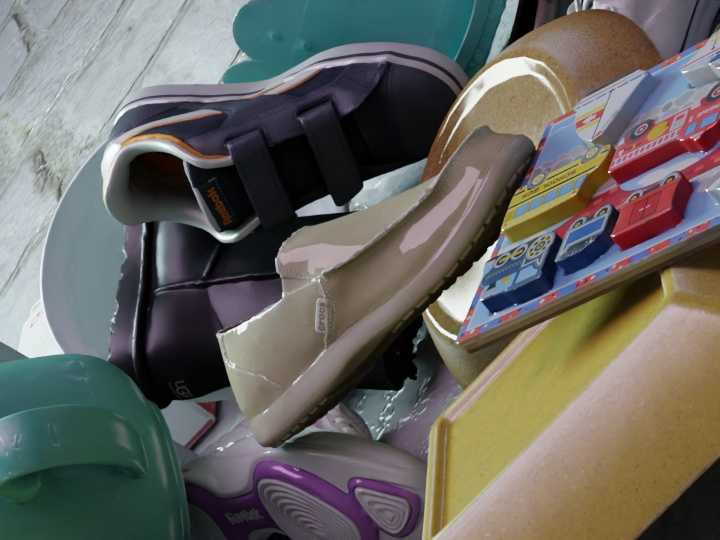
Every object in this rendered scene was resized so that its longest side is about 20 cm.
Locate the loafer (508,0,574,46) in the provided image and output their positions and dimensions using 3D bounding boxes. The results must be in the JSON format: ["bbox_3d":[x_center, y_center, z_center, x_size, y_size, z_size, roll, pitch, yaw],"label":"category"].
[{"bbox_3d":[0.082,-0.086,1.212,0.072,0.063,0.200,-20,42,57],"label":"loafer"}]

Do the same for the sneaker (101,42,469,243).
[{"bbox_3d":[-0.041,-0.059,1.197,0.200,0.078,0.079,-9,40,22],"label":"sneaker"}]

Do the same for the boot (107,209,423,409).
[{"bbox_3d":[-0.042,-0.014,1.263,0.168,0.076,0.200,-7,53,15],"label":"boot"}]

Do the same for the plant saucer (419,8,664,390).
[{"bbox_3d":[0.076,-0.031,1.095,0.200,0.035,0.200,-33,50,52],"label":"plant saucer"}]

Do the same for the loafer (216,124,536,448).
[{"bbox_3d":[0.000,0.000,1.063,0.200,0.068,0.076,-47,-6,24],"label":"loafer"}]

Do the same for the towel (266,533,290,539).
[{"bbox_3d":[-0.090,0.224,1.211,0.200,0.024,0.145,-55,19,6],"label":"towel"}]

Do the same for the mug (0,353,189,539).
[{"bbox_3d":[-0.147,0.121,1.160,0.185,0.114,0.152,-154,57,-68],"label":"mug"}]

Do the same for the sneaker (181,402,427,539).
[{"bbox_3d":[-0.020,0.095,1.166,0.100,0.075,0.200,-44,22,-30],"label":"sneaker"}]

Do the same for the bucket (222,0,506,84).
[{"bbox_3d":[0.017,-0.165,1.289,0.207,0.135,0.207,18,-90,-88],"label":"bucket"}]

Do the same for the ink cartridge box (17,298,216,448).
[{"bbox_3d":[-0.162,0.063,1.530,0.145,0.083,0.200,-47,23,26],"label":"ink cartridge box"}]

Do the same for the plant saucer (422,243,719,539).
[{"bbox_3d":[0.090,0.053,0.930,0.200,0.048,0.200,-47,8,14],"label":"plant saucer"}]

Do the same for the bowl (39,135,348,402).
[{"bbox_3d":[-0.082,-0.002,1.374,0.201,0.090,0.201,-11,62,21],"label":"bowl"}]

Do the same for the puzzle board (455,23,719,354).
[{"bbox_3d":[0.130,-0.054,0.927,0.200,0.017,0.151,-26,27,39],"label":"puzzle board"}]

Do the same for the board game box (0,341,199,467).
[{"bbox_3d":[-0.185,0.138,1.300,0.148,0.200,0.064,-63,21,-15],"label":"board game box"}]

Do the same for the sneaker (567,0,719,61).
[{"bbox_3d":[0.130,-0.121,1.142,0.073,0.071,0.200,-23,39,57],"label":"sneaker"}]
